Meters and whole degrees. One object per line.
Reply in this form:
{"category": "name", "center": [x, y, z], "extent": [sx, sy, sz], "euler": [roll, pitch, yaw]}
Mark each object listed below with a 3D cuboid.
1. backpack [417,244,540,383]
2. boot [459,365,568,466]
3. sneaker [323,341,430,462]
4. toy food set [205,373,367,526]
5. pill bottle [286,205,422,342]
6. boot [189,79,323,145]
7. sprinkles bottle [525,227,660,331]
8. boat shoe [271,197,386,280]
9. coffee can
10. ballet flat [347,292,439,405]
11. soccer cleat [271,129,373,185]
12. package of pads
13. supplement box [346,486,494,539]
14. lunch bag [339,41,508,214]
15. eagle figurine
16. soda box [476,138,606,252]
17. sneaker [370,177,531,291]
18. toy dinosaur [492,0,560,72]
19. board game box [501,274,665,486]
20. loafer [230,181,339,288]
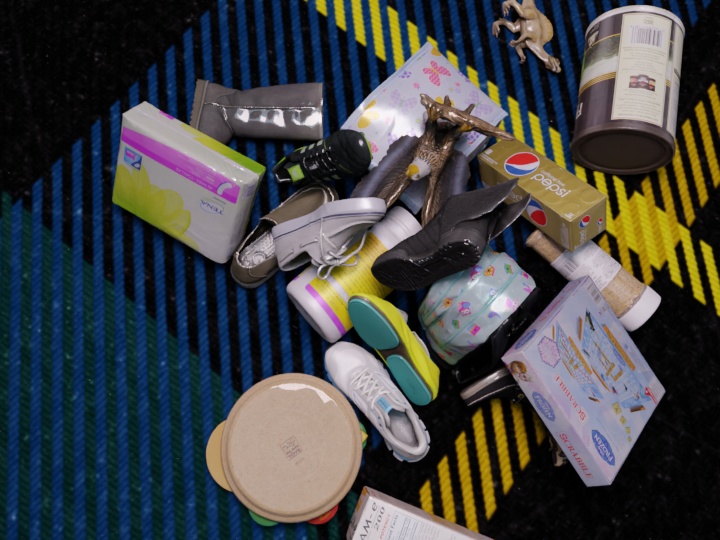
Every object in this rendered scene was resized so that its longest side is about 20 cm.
{"category": "backpack", "center": [0.152, 0.049, 0.890], "extent": [0.126, 0.200, 0.167], "euler": [37, 77, 8]}
{"category": "boot", "center": [0.251, 0.194, 0.927], "extent": [0.198, 0.073, 0.152], "euler": [-17, 77, -16]}
{"category": "sneaker", "center": [0.027, 0.172, 0.913], "extent": [0.075, 0.087, 0.200], "euler": [-42, 80, -10]}
{"category": "toy food set", "center": [-0.093, 0.242, 0.908], "extent": [0.198, 0.049, 0.200], "euler": [39, 77, 6]}
{"category": "pill bottle", "center": [0.000, 0.000, 0.944], "extent": [0.200, 0.104, 0.104], "euler": [-41, 81, -11]}
{"category": "boot", "center": [-0.155, -0.208, 1.014], "extent": [0.198, 0.073, 0.184], "euler": [6, 78, -9]}
{"category": "sprinkles bottle", "center": [0.338, -0.001, 0.981], "extent": [0.200, 0.068, 0.068], "euler": [42, 77, 7]}
{"category": "boat shoe", "center": [-0.043, -0.032, 0.855], "extent": [0.074, 0.201, 0.087], "euler": [3, 77, -47]}
{"category": "coffee can", "center": [0.402, -0.267, 1.011], "extent": [0.145, 0.146, 0.202], "euler": [12, 75, 0]}
{"category": "ballet flat", "center": [0.050, 0.094, 0.915], "extent": [0.201, 0.066, 0.067], "euler": [56, 46, -21]}
{"category": "soccer cleat", "center": [-0.055, -0.149, 0.938], "extent": [0.081, 0.199, 0.068], "euler": [-31, 106, -29]}
{"category": "package of pads", "center": [-0.245, -0.117, 0.938], "extent": [0.199, 0.155, 0.068], "euler": [29, 38, 5]}
{"category": "supplement box", "center": [0.085, 0.350, 0.851], "extent": [0.198, 0.126, 0.074], "euler": [22, 77, 3]}
{"category": "lunch bag", "center": [0.084, -0.201, 0.990], "extent": [0.169, 0.127, 0.200], "euler": [42, 68, 5]}
{"category": "eagle figurine", "center": [0.083, -0.123, 0.877], "extent": [0.150, 0.201, 0.152], "euler": [-1, 37, -34]}
{"category": "soda box", "center": [0.256, -0.114, 0.958], "extent": [0.067, 0.064, 0.200], "euler": [-33, 47, -11]}
{"category": "sneaker", "center": [0.105, -0.043, 0.812], "extent": [0.060, 0.199, 0.105], "euler": [46, 50, -23]}
{"category": "toy dinosaur", "center": [0.270, -0.409, 1.096], "extent": [0.100, 0.058, 0.202], "euler": [-8, 84, -20]}
{"category": "board game box", "center": [0.301, 0.139, 0.889], "extent": [0.199, 0.041, 0.201], "euler": [-35, 92, -39]}
{"category": "loafer", "center": [-0.106, -0.055, 0.969], "extent": [0.075, 0.070, 0.200], "euler": [41, 78, 7]}
